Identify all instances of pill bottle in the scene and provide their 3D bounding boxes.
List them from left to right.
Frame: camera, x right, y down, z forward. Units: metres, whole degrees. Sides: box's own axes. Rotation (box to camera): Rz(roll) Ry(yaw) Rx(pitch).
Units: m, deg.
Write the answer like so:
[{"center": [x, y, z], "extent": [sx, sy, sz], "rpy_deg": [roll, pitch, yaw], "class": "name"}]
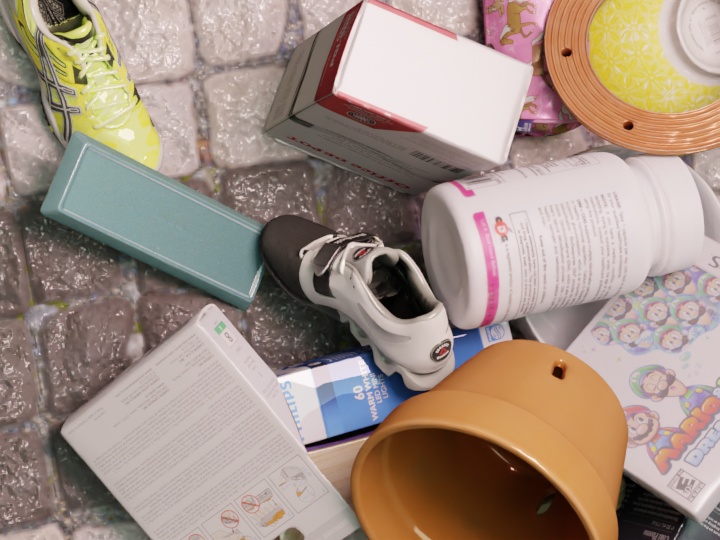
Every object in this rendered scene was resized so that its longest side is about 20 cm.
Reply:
[{"center": [0.157, -0.028, 1.533], "extent": [0.199, 0.113, 0.114], "rpy_deg": [-12, 92, -16], "class": "pill bottle"}]

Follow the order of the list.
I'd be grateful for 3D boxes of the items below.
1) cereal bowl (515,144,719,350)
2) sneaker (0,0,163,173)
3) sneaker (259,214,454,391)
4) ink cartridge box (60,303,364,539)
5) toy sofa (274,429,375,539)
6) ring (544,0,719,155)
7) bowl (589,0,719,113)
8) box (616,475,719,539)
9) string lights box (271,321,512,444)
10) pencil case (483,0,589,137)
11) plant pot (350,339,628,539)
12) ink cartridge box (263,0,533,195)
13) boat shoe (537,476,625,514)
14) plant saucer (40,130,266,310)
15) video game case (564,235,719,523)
[{"center": [0.206, -0.004, 1.649], "extent": [0.199, 0.083, 0.202], "rpy_deg": [0, 88, -16], "class": "cereal bowl"}, {"center": [-0.217, -0.154, 1.529], "extent": [0.075, 0.076, 0.201], "rpy_deg": [-35, 101, -16], "class": "sneaker"}, {"center": [0.000, 0.000, 1.525], "extent": [0.200, 0.089, 0.074], "rpy_deg": [37, 57, 28], "class": "sneaker"}, {"center": [-0.110, 0.149, 1.518], "extent": [0.161, 0.050, 0.200], "rpy_deg": [-37, 99, 25], "class": "ink cartridge box"}, {"center": [0.009, 0.167, 1.585], "extent": [0.199, 0.083, 0.098], "rpy_deg": [-15, 96, -16], "class": "toy sofa"}, {"center": [0.245, -0.179, 1.574], "extent": [0.199, 0.019, 0.202], "rpy_deg": [-2, 64, 5], "class": "ring"}, {"center": [0.278, -0.198, 1.663], "extent": [0.199, 0.108, 0.202], "rpy_deg": [0, 89, -17], "class": "bowl"}, {"center": [0.239, 0.243, 1.592], "extent": [0.104, 0.200, 0.183], "rpy_deg": [34, 80, -14], "class": "box"}, {"center": [0.016, 0.087, 1.579], "extent": [0.199, 0.103, 0.059], "rpy_deg": [-15, 92, -16], "class": "string lights box"}, {"center": [0.141, -0.211, 1.636], "extent": [0.086, 0.083, 0.202], "rpy_deg": [-2, 89, -38], "class": "pencil case"}, {"center": [0.112, 0.147, 1.461], "extent": [0.200, 0.200, 0.140], "rpy_deg": [48, 47, -10], "class": "plant pot"}, {"center": [0.025, -0.131, 1.538], "extent": [0.146, 0.200, 0.083], "rpy_deg": [21, 80, -15], "class": "ink cartridge box"}, {"center": [0.129, 0.220, 1.606], "extent": [0.199, 0.073, 0.063], "rpy_deg": [-24, 92, 12], "class": "boat shoe"}, {"center": [-0.151, -0.036, 1.548], "extent": [0.199, 0.019, 0.070], "rpy_deg": [27, 81, -32], "class": "plant saucer"}, {"center": [0.255, 0.074, 1.540], "extent": [0.200, 0.182, 0.024], "rpy_deg": [-48, 141, -11], "class": "video game case"}]
